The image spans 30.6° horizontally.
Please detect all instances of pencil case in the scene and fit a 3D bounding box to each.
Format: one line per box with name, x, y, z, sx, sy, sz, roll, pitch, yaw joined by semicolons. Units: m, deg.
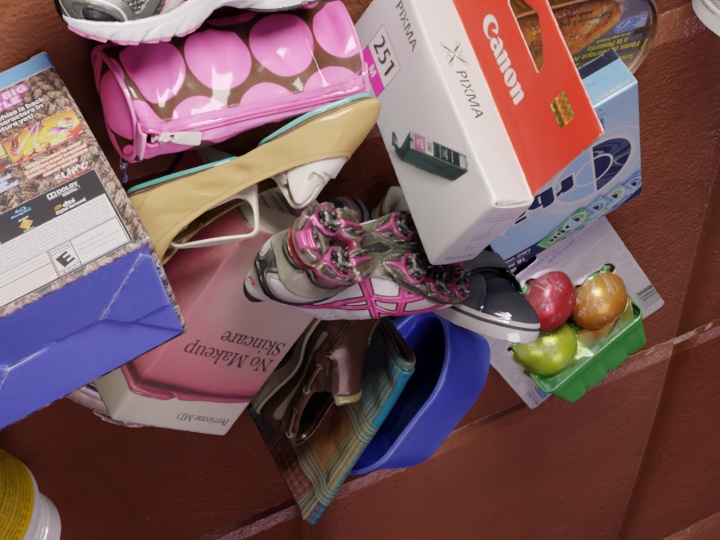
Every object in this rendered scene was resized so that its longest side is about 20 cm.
pencil case;-0.086;-0.132;0.933;0.198;0.094;0.092;-19;128;-23

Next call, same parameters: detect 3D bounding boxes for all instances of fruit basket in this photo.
fruit basket;0.202;0.037;1.355;0.185;0.094;0.200;-41;126;5

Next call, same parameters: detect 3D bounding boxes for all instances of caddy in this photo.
caddy;0.024;0.096;1.216;0.104;0.142;0.201;11;122;-47

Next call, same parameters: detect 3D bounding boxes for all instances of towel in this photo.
towel;-0.030;0.107;1.180;0.022;0.147;0.201;7;126;-38

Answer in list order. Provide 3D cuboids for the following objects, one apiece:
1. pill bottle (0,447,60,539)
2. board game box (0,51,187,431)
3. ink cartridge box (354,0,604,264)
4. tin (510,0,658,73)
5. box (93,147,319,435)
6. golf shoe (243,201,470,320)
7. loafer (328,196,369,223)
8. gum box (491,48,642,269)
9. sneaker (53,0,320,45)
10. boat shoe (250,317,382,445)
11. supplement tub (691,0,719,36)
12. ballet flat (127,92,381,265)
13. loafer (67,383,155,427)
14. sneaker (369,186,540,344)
pill bottle;-0.330;0.185;1.057;0.112;0.113;0.200;-37;142;1
board game box;-0.229;-0.019;0.854;0.158;0.201;0.097;-27;142;-10
ink cartridge box;0.072;-0.132;0.928;0.043;0.202;0.174;-8;157;-31
tin;0.162;-0.188;1.114;0.198;0.042;0.113;-17;134;-24
box;-0.120;0.019;1.051;0.127;0.109;0.201;15;119;-46
golf shoe;0.000;0.000;0.993;0.199;0.073;0.092;10;147;-44
loafer;-0.067;0.017;1.125;0.063;0.072;0.201;14;123;-40
gum box;0.168;-0.088;1.177;0.169;0.045;0.200;-30;153;-2
sneaker;-0.113;-0.212;0.862;0.198;0.080;0.087;-22;129;-30
boat shoe;-0.019;0.076;1.106;0.074;0.075;0.203;-19;156;-43
supplement tub;0.364;-0.290;1.075;0.143;0.145;0.202;-11;136;-29
ballet flat;-0.069;-0.060;0.931;0.198;0.064;0.069;-23;173;3
loafer;-0.190;0.110;1.129;0.199;0.072;0.063;14;128;-48
sneaker;0.075;-0.009;1.104;0.078;0.199;0.080;4;110;-49
